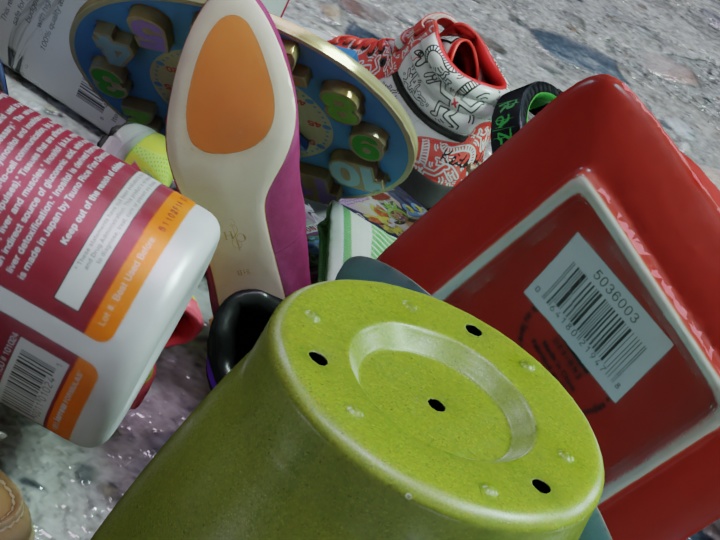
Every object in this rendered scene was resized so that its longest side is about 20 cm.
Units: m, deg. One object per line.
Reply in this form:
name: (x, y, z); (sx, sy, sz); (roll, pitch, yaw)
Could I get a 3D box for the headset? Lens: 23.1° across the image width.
headset: (0.159, -0.051, 1.169); (0.200, 0.093, 0.125); (34, 46, -48)

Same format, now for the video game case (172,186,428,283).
video game case: (0.000, 0.000, 1.046); (0.182, 0.023, 0.199); (41, 30, 23)

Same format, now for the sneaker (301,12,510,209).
sneaker: (0.025, -0.141, 1.217); (0.067, 0.108, 0.202); (-2, 39, -44)

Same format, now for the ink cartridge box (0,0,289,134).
ink cartridge box: (-0.153, -0.179, 1.076); (0.199, 0.146, 0.084); (33, 26, 11)

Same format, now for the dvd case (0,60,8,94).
dvd case: (-0.207, -0.113, 0.936); (0.017, 0.144, 0.201); (-16, 38, -6)

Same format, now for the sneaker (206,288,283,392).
sneaker: (-0.007, 0.086, 0.772); (0.069, 0.100, 0.200); (-37, 66, -16)

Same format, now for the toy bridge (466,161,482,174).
toy bridge: (0.081, 0.002, 1.010); (0.067, 0.027, 0.201); (21, 34, -26)

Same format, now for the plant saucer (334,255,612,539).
plant saucer: (0.043, 0.083, 0.805); (0.027, 0.201, 0.200); (-36, 58, -15)

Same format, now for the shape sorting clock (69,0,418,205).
shape sorting clock: (-0.065, -0.089, 0.953); (0.198, 0.040, 0.200); (17, -17, 5)

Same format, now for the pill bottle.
pill bottle: (-0.168, -0.021, 0.736); (0.199, 0.113, 0.113); (30, 27, -3)

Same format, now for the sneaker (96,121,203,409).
sneaker: (-0.117, 0.003, 0.881); (0.090, 0.078, 0.201); (25, 38, -5)

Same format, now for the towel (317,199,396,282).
towel: (0.064, 0.047, 0.978); (0.199, 0.023, 0.153); (25, 32, -18)

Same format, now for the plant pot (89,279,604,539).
plant pot: (-0.010, 0.115, 0.646); (0.199, 0.194, 0.201); (21, 27, -11)

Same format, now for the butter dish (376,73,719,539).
butter dish: (0.136, 0.026, 0.875); (0.147, 0.199, 0.201); (-18, 72, -51)

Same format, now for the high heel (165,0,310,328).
high heel: (-0.052, -0.043, 0.892); (0.067, 0.202, 0.096); (-6, 10, 9)

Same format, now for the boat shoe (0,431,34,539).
boat shoe: (-0.214, 0.055, 0.703); (0.199, 0.063, 0.073); (30, 26, 2)
